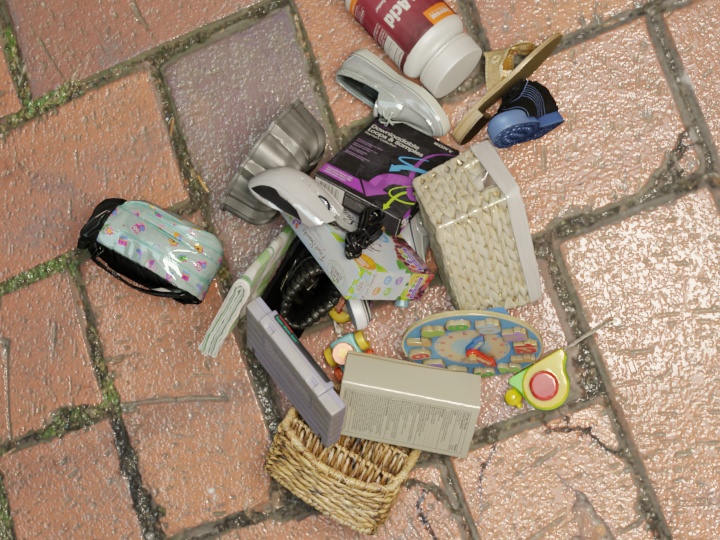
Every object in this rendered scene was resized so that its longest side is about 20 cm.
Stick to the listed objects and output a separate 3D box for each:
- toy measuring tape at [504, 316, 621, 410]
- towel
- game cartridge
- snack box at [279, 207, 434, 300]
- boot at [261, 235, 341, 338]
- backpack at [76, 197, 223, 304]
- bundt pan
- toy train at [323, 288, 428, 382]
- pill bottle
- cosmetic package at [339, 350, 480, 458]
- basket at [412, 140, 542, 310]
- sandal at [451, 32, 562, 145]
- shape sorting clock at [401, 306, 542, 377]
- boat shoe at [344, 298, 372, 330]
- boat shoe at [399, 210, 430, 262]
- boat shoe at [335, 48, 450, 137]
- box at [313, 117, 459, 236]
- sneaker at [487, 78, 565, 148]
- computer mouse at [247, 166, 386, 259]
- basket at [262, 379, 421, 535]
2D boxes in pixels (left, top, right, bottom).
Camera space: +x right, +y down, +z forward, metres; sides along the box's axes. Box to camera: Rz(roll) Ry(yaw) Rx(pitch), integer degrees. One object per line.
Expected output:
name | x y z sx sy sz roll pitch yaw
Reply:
toy measuring tape | 0.294 0.143 1.297 0.198 0.073 0.074 -33 80 11
towel | -0.156 0.027 1.330 0.030 0.200 0.150 34 122 0
game cartridge | -0.091 0.141 1.275 0.038 0.130 0.201 -30 68 -26
snack box | -0.008 -0.041 1.271 0.201 0.140 0.054 51 125 37
boot | -0.094 0.055 1.329 0.078 0.158 0.214 15 112 -16
backpack | -0.313 -0.031 1.416 0.197 0.167 0.128 26 89 7
bundt pan | -0.119 -0.148 1.355 0.075 0.202 0.203 37 97 -1
toy train | 0.016 0.079 1.375 0.147 0.056 0.204 10 90 15
pill bottle | 0.079 -0.359 1.349 0.114 0.114 0.201 -43 79 8
cosmetic package | 0.066 0.191 1.308 0.196 0.074 0.105 11 125 0
basket | 0.158 -0.048 1.249 0.121 0.202 0.136 -21 40 0
sandal | 0.195 -0.286 1.338 0.070 0.077 0.212 46 104 12
shape sorting clock | 0.154 0.107 1.274 0.196 0.201 0.040 -8 57 13
boat shoe | 0.000 0.000 1.343 0.065 0.071 0.202 -13 43 -2
boat shoe | 0.085 -0.070 1.345 0.065 0.074 0.204 -10 74 1
boat shoe | 0.044 -0.250 1.366 0.200 0.070 0.071 40 71 20
box | 0.040 -0.144 1.319 0.141 0.200 0.036 28 134 14
sneaker | 0.218 -0.222 1.272 0.070 0.199 0.079 -33 82 31
computer mouse | -0.062 -0.090 1.209 0.198 0.110 0.044 29 128 14
basket | -0.025 0.265 1.332 0.198 0.143 0.151 29 95 13
